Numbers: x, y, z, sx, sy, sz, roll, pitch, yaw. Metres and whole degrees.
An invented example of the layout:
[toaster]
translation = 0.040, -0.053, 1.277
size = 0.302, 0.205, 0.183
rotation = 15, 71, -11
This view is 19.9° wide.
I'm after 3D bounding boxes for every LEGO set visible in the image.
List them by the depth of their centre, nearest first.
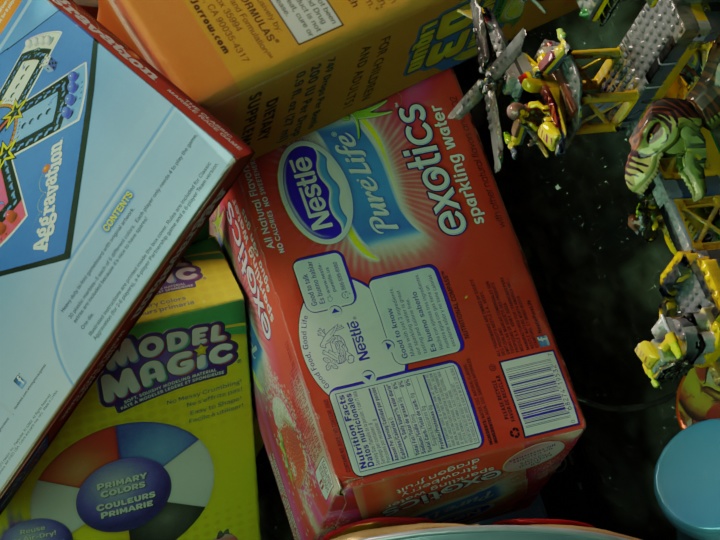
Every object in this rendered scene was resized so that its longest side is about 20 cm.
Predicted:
[LEGO set]
translation = 0.094, -0.056, 0.619
size = 0.200, 0.116, 0.154
rotation = 128, 131, -58

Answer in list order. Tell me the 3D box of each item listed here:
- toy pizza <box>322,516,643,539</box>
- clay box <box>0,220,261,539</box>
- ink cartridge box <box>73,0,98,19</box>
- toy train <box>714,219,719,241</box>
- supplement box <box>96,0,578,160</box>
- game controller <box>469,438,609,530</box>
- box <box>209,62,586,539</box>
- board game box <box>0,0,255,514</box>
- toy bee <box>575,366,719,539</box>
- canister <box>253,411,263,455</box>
[toy pizza]
translation = 0.041, 0.132, 0.785
size = 0.200, 0.200, 0.032
rotation = -20, 54, 28
[clay box]
translation = -0.101, 0.066, 0.806
size = 0.048, 0.115, 0.200
rotation = -119, 21, -47
[ink cartridge box]
translation = -0.053, -0.111, 0.815
size = 0.050, 0.162, 0.200
rotation = 46, 116, 26
[toy train]
translation = 0.213, 0.004, 0.737
size = 0.200, 0.042, 0.056
rotation = 27, 105, -8
[supplement box]
translation = 0.002, -0.105, 0.756
size = 0.069, 0.200, 0.067
rotation = 54, 157, 16
[game controller]
translation = 0.047, 0.092, 0.872
size = 0.104, 0.042, 0.200
rotation = -19, 91, 28
[box]
translation = 0.000, 0.000, 0.796
size = 0.096, 0.099, 0.200
rotation = 112, 142, -62
[board game box]
translation = -0.132, 0.005, 0.711
size = 0.103, 0.019, 0.200
rotation = 39, 110, 6
[toy bee]
translation = 0.155, 0.064, 0.774
size = 0.109, 0.131, 0.200
rotation = -41, 75, -7
[canister]
translation = -0.139, 0.035, 0.930
size = 0.200, 0.087, 0.149
rotation = 37, 111, 15
